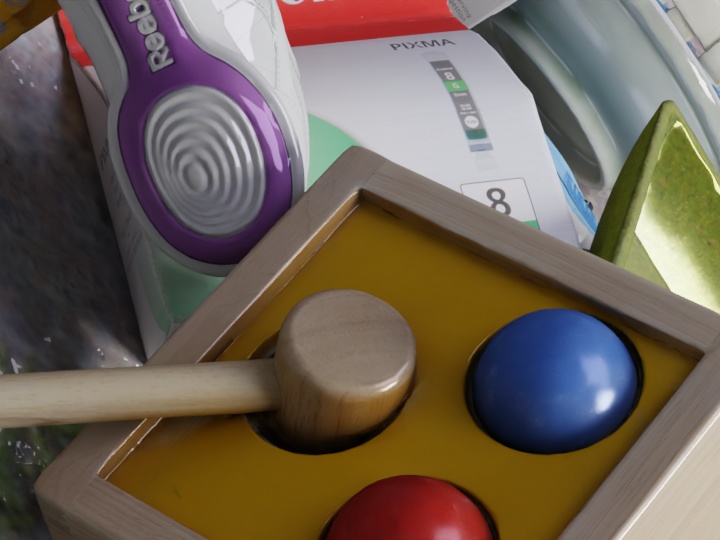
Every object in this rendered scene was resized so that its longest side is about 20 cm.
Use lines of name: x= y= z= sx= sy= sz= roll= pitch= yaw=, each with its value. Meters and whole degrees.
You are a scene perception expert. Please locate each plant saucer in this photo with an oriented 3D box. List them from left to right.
plant saucer: x=0.099 y=-0.092 z=1.229 sx=0.200 sy=0.050 sz=0.200 roll=52 pitch=-7 yaw=9
plant saucer: x=0.132 y=0.065 z=0.998 sx=0.200 sy=0.048 sz=0.200 roll=56 pitch=26 yaw=-17

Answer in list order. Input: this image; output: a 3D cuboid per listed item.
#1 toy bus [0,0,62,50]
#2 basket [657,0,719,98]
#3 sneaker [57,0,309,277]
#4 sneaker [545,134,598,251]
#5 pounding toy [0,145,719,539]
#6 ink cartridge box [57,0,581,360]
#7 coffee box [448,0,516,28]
toy bus: x=-0.134 y=-0.153 z=0.939 sx=0.078 sy=0.065 sz=0.201 roll=35 pitch=36 yaw=-43
basket: x=0.163 y=-0.143 z=1.347 sx=0.177 sy=0.139 sz=0.200 roll=57 pitch=-3 yaw=7
sneaker: x=-0.067 y=-0.092 z=0.884 sx=0.100 sy=0.075 sz=0.201 roll=17 pitch=57 yaw=-83
sneaker: x=0.086 y=-0.006 z=1.152 sx=0.200 sy=0.078 sz=0.090 roll=62 pitch=24 yaw=2
pounding toy: x=-0.009 y=0.060 z=0.785 sx=0.184 sy=0.200 sz=0.142 roll=-48 pitch=147 yaw=-27
ink cartridge box: x=-0.021 y=-0.069 z=0.978 sx=0.160 sy=0.050 sz=0.201 roll=-7 pitch=68 yaw=-21
coffee box: x=-0.010 y=-0.184 z=1.122 sx=0.200 sy=0.113 sz=0.080 roll=59 pitch=28 yaw=-4
